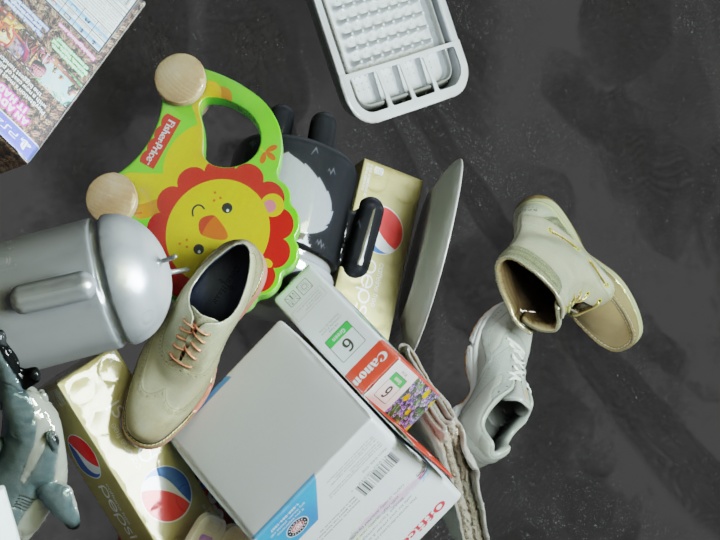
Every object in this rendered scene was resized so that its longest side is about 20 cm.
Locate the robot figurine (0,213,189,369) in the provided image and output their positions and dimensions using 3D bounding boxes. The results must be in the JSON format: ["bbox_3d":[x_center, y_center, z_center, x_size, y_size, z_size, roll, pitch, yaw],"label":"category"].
[{"bbox_3d":[-0.245,0.018,1.589,0.199,0.170,0.114,-14,93,1],"label":"robot figurine"}]

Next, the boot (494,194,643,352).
[{"bbox_3d":[0.217,0.032,1.973,0.200,0.072,0.155,52,28,-12],"label":"boot"}]

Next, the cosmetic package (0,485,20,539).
[{"bbox_3d":[-0.314,0.283,1.535,0.071,0.101,0.201,-18,94,-39],"label":"cosmetic package"}]

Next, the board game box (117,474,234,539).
[{"bbox_3d":[-0.169,0.246,1.706,0.103,0.019,0.201,35,63,-30],"label":"board game box"}]

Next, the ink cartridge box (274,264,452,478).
[{"bbox_3d":[0.017,0.089,1.667,0.050,0.200,0.109,-45,150,0],"label":"ink cartridge box"}]

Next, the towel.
[{"bbox_3d":[0.074,0.171,1.792,0.034,0.133,0.201,-24,138,-10],"label":"towel"}]

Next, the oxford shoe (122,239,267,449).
[{"bbox_3d":[-0.148,0.058,1.604,0.070,0.074,0.201,26,81,4],"label":"oxford shoe"}]

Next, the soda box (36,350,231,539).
[{"bbox_3d":[-0.201,0.170,1.649,0.068,0.064,0.201,-34,97,-32],"label":"soda box"}]

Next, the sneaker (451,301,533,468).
[{"bbox_3d":[0.151,0.118,1.930,0.076,0.092,0.201,34,62,-28],"label":"sneaker"}]

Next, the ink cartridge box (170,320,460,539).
[{"bbox_3d":[-0.037,0.175,1.667,0.147,0.146,0.200,-45,143,0],"label":"ink cartridge box"}]

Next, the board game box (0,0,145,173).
[{"bbox_3d":[-0.312,-0.208,1.622,0.159,0.097,0.201,45,58,-23],"label":"board game box"}]

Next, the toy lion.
[{"bbox_3d":[-0.132,-0.067,1.683,0.191,0.069,0.201,27,81,5],"label":"toy lion"}]

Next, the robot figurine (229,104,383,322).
[{"bbox_3d":[-0.071,-0.052,1.764,0.125,0.150,0.201,30,66,-44],"label":"robot figurine"}]

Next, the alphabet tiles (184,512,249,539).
[{"bbox_3d":[-0.151,0.310,1.641,0.196,0.015,0.200,-60,145,-4],"label":"alphabet tiles"}]

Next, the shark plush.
[{"bbox_3d":[-0.286,0.147,1.557,0.083,0.091,0.201,-12,131,-17],"label":"shark plush"}]

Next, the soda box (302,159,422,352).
[{"bbox_3d":[0.000,0.000,1.833,0.067,0.064,0.201,20,69,-19],"label":"soda box"}]

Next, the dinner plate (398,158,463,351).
[{"bbox_3d":[0.064,-0.014,1.838,0.024,0.200,0.201,13,71,-2],"label":"dinner plate"}]

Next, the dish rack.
[{"bbox_3d":[0.016,-0.257,1.921,0.171,0.043,0.201,-22,96,-37],"label":"dish rack"}]
